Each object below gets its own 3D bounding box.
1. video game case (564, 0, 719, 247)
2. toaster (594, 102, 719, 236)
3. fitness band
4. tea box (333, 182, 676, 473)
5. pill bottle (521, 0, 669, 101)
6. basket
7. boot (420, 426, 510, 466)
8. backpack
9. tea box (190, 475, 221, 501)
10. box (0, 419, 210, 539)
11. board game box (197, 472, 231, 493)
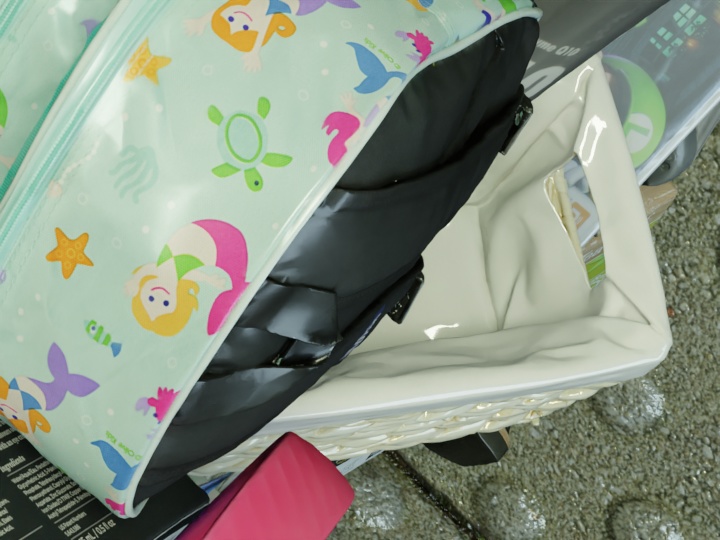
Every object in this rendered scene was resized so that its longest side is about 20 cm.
[{"bbox_3d":[0.096,-0.128,1.023,0.200,0.182,0.023,-47,-151,9],"label":"video game case"},{"bbox_3d":[0.123,-0.131,1.133,0.113,0.201,0.129,3,-145,35],"label":"toaster"},{"bbox_3d":[-0.062,0.112,0.774,0.144,0.037,0.200,-48,-179,-7],"label":"fitness band"},{"bbox_3d":[0.022,-0.005,1.248,0.200,0.134,0.197,-30,166,-28],"label":"tea box"},{"bbox_3d":[0.054,-0.123,0.811,0.200,0.113,0.113,-36,-179,35],"label":"pill bottle"},{"bbox_3d":[0.000,0.000,0.945,0.199,0.136,0.123,-7,165,-22],"label":"basket"},{"bbox_3d":[0.030,-0.024,1.084,0.138,0.200,0.077,-46,-163,-29],"label":"boot"},{"bbox_3d":[-0.046,-0.029,0.705,0.178,0.150,0.200,-56,179,24],"label":"backpack"},{"bbox_3d":[-0.145,0.170,1.152,0.134,0.197,0.200,-42,173,-32],"label":"tea box"},{"bbox_3d":[-0.145,0.063,0.685,0.079,0.141,0.200,-44,175,16],"label":"box"},{"bbox_3d":[-0.134,0.100,0.886,0.158,0.039,0.200,-25,174,-15],"label":"board game box"}]
